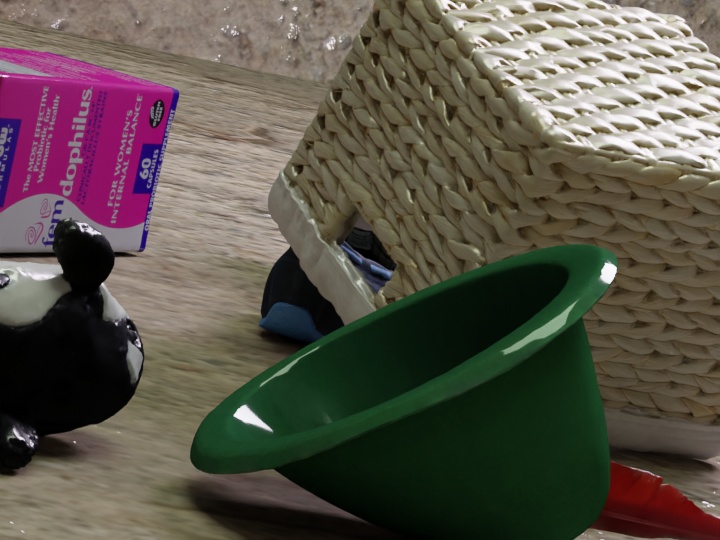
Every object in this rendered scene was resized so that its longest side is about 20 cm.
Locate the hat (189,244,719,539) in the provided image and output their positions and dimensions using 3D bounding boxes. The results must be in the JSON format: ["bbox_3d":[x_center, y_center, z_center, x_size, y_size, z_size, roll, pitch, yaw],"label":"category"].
[{"bbox_3d":[0.060,0.100,1.056,0.199,0.177,0.166,-25,11,-1],"label":"hat"}]

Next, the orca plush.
[{"bbox_3d":[-0.129,0.032,1.007,0.071,0.105,0.200,59,2,25],"label":"orca plush"}]

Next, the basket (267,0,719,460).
[{"bbox_3d":[0.092,-0.032,1.378,0.199,0.162,0.198,8,29,-32],"label":"basket"}]

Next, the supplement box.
[{"bbox_3d":[-0.200,-0.070,1.585,0.103,0.102,0.200,17,8,25],"label":"supplement box"}]

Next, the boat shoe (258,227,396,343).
[{"bbox_3d":[0.000,0.000,1.535,0.084,0.069,0.200,14,7,5],"label":"boat shoe"}]
